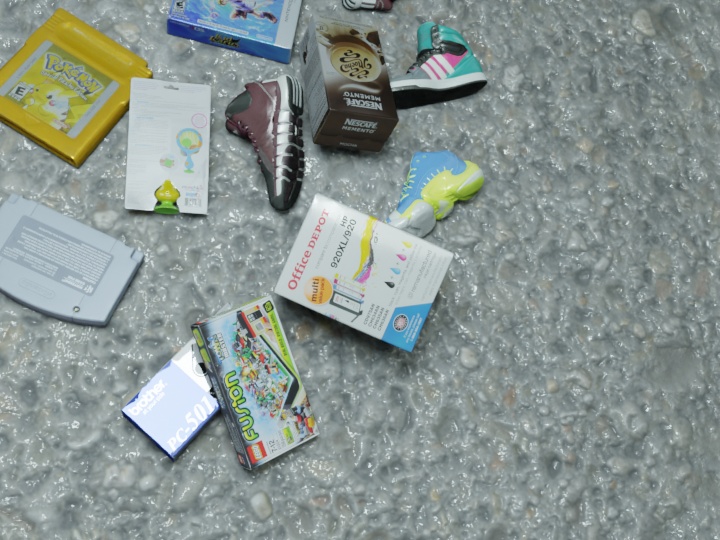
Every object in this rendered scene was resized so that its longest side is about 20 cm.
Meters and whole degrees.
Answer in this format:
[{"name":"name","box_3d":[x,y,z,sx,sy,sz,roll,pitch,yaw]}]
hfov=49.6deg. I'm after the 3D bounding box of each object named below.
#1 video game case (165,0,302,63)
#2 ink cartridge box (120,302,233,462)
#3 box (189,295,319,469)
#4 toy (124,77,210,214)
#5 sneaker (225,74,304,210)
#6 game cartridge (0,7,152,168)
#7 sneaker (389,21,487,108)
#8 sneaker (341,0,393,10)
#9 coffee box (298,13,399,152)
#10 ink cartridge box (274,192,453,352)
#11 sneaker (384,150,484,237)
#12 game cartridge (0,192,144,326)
[{"name":"video game case","box_3d":[-0.194,-0.443,1.260,0.199,0.045,0.182,12,68,-9]},{"name":"ink cartridge box","box_3d":[-0.213,0.147,1.045,0.094,0.044,0.200,41,67,4]},{"name":"box","box_3d":[-0.137,0.145,1.025,0.110,0.035,0.200,-23,98,-30]},{"name":"toy","box_3d":[-0.282,-0.177,1.144,0.115,0.047,0.201,3,74,-16]},{"name":"sneaker","box_3d":[-0.149,-0.189,1.170,0.115,0.076,0.201,1,86,17]},{"name":"game cartridge","box_3d":[-0.431,-0.273,1.150,0.176,0.032,0.200,31,68,-1]},{"name":"sneaker","box_3d":[0.104,-0.341,1.272,0.200,0.084,0.121,-14,79,-26]},{"name":"sneaker","box_3d":[0.032,-0.532,1.338,0.115,0.076,0.201,7,80,-16]},{"name":"coffee box","box_3d":[-0.021,-0.287,1.197,0.113,0.080,0.200,4,57,-23]},{"name":"ink cartridge box","box_3d":[0.000,0.000,1.073,0.200,0.145,0.148,24,91,-4]},{"name":"sneaker","box_3d":[0.090,-0.119,1.209,0.200,0.076,0.105,-32,62,-21]},{"name":"game cartridge","box_3d":[-0.414,-0.008,1.058,0.200,0.040,0.134,26,64,-3]}]
